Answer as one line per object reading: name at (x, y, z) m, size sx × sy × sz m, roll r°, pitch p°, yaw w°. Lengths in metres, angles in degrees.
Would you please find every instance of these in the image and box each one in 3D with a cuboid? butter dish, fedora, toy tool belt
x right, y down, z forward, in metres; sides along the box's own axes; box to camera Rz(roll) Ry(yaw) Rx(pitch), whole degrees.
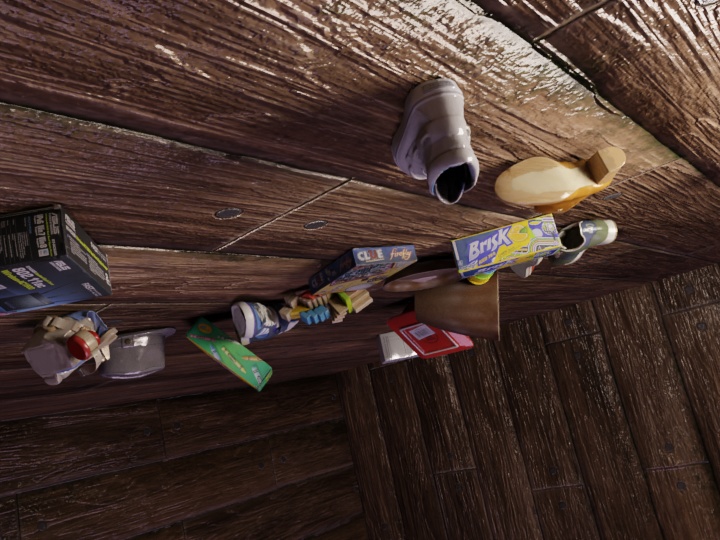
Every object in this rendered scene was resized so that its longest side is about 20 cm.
butter dish at (0.213, 0.142, 1.880) m, size 0.200 × 0.148 × 0.199 m, roll -21°, pitch 125°, yaw 40°
fedora at (-0.516, 0.196, 1.466) m, size 0.199 × 0.091 × 0.177 m, roll -6°, pitch 166°, yaw -31°
toy tool belt at (-0.500, 0.119, 1.144) m, size 0.200 × 0.125 × 0.123 m, roll -18°, pitch -162°, yaw 36°

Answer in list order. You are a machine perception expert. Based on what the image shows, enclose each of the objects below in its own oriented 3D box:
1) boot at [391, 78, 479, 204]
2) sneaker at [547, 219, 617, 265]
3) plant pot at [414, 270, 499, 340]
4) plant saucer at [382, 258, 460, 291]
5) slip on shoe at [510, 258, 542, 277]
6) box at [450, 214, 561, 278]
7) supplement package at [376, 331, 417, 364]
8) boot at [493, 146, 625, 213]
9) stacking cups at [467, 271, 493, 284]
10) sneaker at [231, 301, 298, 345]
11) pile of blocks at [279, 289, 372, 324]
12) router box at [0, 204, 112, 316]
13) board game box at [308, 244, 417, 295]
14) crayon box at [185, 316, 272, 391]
boot at (0.078, -0.112, 0.681) m, size 0.073 × 0.096 × 0.200 m, roll -13°, pitch 168°, yaw 0°
sneaker at (0.445, -0.062, 1.375) m, size 0.090 × 0.067 × 0.200 m, roll 1°, pitch 163°, yaw -22°
plant pot at (0.235, 0.076, 1.563) m, size 0.199 × 0.188 × 0.187 m, roll -1°, pitch 170°, yaw 13°
plant saucer at (0.146, 0.009, 1.430) m, size 0.199 × 0.032 × 0.200 m, roll -9°, pitch 167°, yaw -2°
slip on shoe at (0.367, -0.042, 1.396) m, size 0.061 × 0.074 × 0.200 m, roll -46°, pitch 163°, yaw -7°
box at (0.280, -0.046, 1.247) m, size 0.199 × 0.070 × 0.064 m, roll -15°, pitch 165°, yaw 10°
supplement package at (0.175, 0.296, 2.570) m, size 0.199 × 0.114 × 0.110 m, roll -10°, pitch 167°, yaw -8°
boot at (0.273, -0.112, 0.934) m, size 0.200 × 0.071 × 0.144 m, roll -16°, pitch 165°, yaw -9°
stacking cups at (0.272, -0.021, 1.382) m, size 0.060 × 0.061 × 0.200 m, roll -12°, pitch 166°, yaw -5°
sneaker at (-0.201, 0.097, 1.412) m, size 0.146 × 0.081 × 0.200 m, roll -21°, pitch 164°, yaw -19°
pile of blocks at (-0.077, 0.065, 1.359) m, size 0.199 × 0.082 × 0.062 m, roll -16°, pitch 138°, yaw -1°
router box at (-0.395, -0.005, 0.757) m, size 0.149 × 0.062 × 0.200 m, roll -12°, pitch 168°, yaw -10°
board game box at (0.000, 0.000, 1.249) m, size 0.135 × 0.035 × 0.200 m, roll -6°, pitch 166°, yaw -31°
crayon box at (-0.295, 0.192, 1.465) m, size 0.058 × 0.200 × 0.119 m, roll -53°, pitch 177°, yaw -15°
